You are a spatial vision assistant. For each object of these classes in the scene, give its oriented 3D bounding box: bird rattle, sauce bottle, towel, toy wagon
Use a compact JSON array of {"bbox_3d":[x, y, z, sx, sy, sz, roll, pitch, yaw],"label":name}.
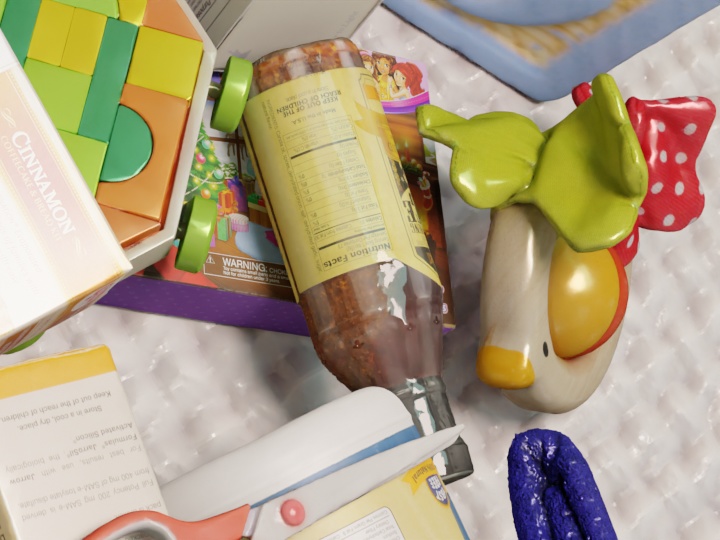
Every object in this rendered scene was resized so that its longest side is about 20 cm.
[{"bbox_3d":[0.094,-0.015,1.340,0.200,0.112,0.164,15,85,-72],"label":"bird rattle"},{"bbox_3d":[0.000,0.000,1.236,0.066,0.066,0.201,-11,80,-41],"label":"sauce bottle"},{"bbox_3d":[0.104,0.171,1.219,0.200,0.049,0.148,68,2,-56],"label":"towel"},{"bbox_3d":[-0.133,-0.045,1.179,0.155,0.040,0.201,15,65,-7],"label":"toy wagon"}]

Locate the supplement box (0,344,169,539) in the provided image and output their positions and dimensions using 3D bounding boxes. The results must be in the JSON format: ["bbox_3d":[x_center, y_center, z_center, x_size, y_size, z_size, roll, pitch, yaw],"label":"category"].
[{"bbox_3d":[-0.122,0.145,1.078,0.073,0.126,0.201,-13,77,-40],"label":"supplement box"}]

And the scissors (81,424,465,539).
[{"bbox_3d":[-0.039,0.091,1.061,0.073,0.014,0.200,51,57,-4],"label":"scissors"}]

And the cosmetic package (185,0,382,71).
[{"bbox_3d":[-0.056,-0.198,1.280,0.073,0.104,0.201,-2,58,-40],"label":"cosmetic package"}]

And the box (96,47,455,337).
[{"bbox_3d":[-0.051,-0.044,1.282,0.199,0.039,0.137,9,64,-36],"label":"box"}]

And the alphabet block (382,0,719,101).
[{"bbox_3d":[0.094,-0.237,1.388,0.196,0.195,0.201,31,54,-26],"label":"alphabet block"}]

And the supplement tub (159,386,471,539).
[{"bbox_3d":[-0.007,0.164,1.149,0.144,0.145,0.201,-23,86,-43],"label":"supplement tub"}]

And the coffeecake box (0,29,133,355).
[{"bbox_3d":[-0.213,-0.016,1.076,0.200,0.073,0.154,-28,88,-23],"label":"coffeecake box"}]
